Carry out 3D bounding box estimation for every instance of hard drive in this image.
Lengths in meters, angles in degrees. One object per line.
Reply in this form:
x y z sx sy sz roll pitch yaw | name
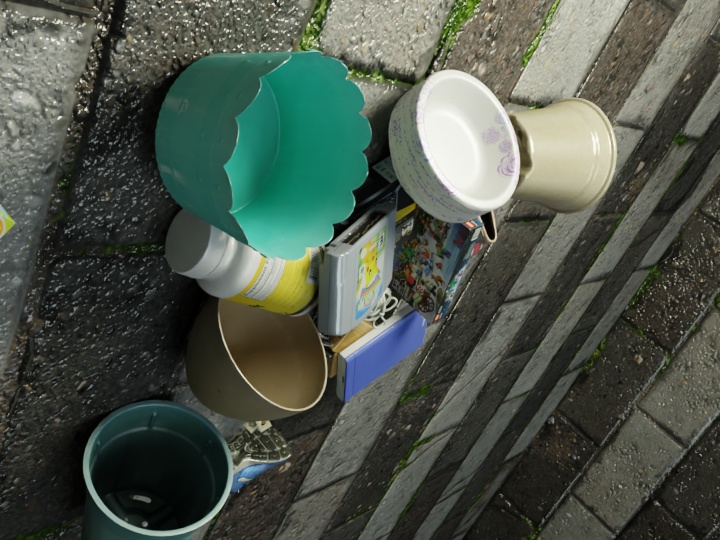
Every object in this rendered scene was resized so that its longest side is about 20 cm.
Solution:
0.041 0.140 1.280 0.199 0.025 0.133 -32 147 -28 | hard drive

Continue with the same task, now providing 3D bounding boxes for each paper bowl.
0.122 -0.167 1.006 0.199 0.203 0.104 -22 180 -38 | paper bowl

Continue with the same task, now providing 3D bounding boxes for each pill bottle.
-0.137 -0.014 0.884 0.199 0.111 0.112 22 108 -50 | pill bottle

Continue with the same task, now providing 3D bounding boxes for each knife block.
-0.024 0.088 1.219 0.199 0.064 0.177 -26 145 -35 | knife block

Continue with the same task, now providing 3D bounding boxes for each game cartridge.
0.000 0.000 0.974 0.200 0.040 0.135 -45 147 -55 | game cartridge

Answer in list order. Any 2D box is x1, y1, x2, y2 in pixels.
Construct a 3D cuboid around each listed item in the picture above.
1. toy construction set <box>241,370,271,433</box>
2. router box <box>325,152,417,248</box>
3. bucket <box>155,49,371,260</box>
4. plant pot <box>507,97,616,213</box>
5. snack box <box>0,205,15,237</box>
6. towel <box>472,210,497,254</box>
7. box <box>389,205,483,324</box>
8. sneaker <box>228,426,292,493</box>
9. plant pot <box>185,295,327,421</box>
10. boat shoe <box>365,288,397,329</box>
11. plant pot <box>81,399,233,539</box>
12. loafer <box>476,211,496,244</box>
-0.148 0.189 1.142 0.201 0.091 0.132 93 22 -59 | toy construction set
0.000 -0.070 1.075 0.199 0.052 0.158 -34 149 -25 | router box
-0.099 -0.125 0.736 0.206 0.134 0.210 -26 126 -43 | bucket
0.297 -0.196 1.221 0.181 0.201 0.202 -6 131 -35 | plant pot
-0.403 -0.037 0.546 0.169 0.068 0.200 -47 153 -4 | snack box
0.219 -0.088 1.318 0.199 0.023 0.146 -18 132 -64 | towel
0.111 -0.030 1.188 0.037 0.136 0.202 -22 142 -41 | box
-0.211 0.339 1.267 0.198 0.079 0.090 -7 139 -39 | sneaker
-0.159 0.122 0.975 0.134 0.203 0.199 -33 159 28 | plant pot
0.018 0.050 1.144 0.074 0.087 0.202 -36 174 6 | boat shoe
-0.303 0.325 1.008 0.199 0.201 0.197 -15 145 -44 | plant pot
0.188 -0.138 1.162 0.071 0.063 0.203 -26 117 -28 | loafer
